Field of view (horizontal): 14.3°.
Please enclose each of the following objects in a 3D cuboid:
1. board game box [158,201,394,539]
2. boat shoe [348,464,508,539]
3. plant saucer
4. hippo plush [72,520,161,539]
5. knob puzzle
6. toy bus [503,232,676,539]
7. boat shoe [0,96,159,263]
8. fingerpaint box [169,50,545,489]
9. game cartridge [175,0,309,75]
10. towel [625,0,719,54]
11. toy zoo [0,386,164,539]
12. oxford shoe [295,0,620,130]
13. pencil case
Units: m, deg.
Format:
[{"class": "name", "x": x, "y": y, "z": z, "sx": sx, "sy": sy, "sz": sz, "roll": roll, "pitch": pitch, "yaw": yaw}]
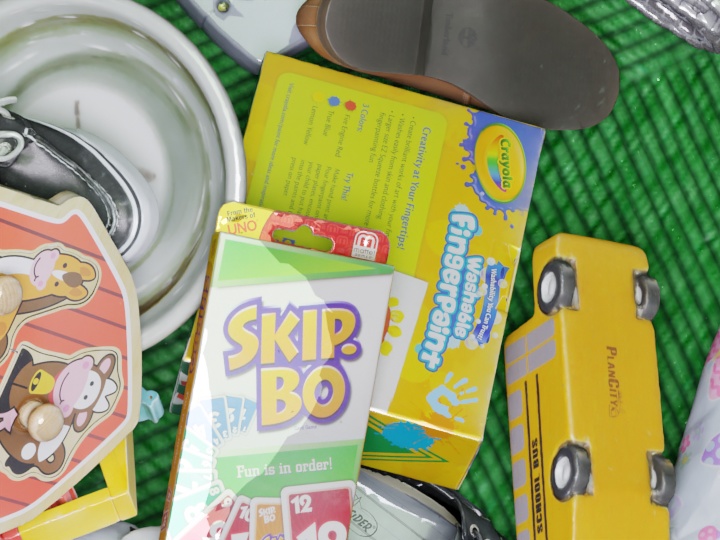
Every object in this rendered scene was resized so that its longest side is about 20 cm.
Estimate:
[{"class": "board game box", "x": -0.043, "y": 0.070, "z": 1.469, "sx": 0.095, "sy": 0.030, "sz": 0.201, "roll": 11, "pitch": 83, "yaw": -13}, {"class": "boat shoe", "x": 0.035, "y": 0.153, "z": 1.571, "sx": 0.199, "sy": 0.066, "sz": 0.075, "roll": 41, "pitch": 80, "yaw": 3}, {"class": "plant saucer", "x": -0.151, "y": -0.051, "z": 1.526, "sx": 0.199, "sy": 0.050, "sz": 0.201, "roll": 1, "pitch": 95, "yaw": 14}, {"class": "hippo plush", "x": -0.120, "y": 0.219, "z": 1.525, "sx": 0.199, "sy": 0.159, "sz": 0.161, "roll": -10, "pitch": 55, "yaw": 33}, {"class": "knob puzzle", "x": -0.175, "y": 0.056, "z": 1.429, "sx": 0.030, "sy": 0.220, "sz": 0.220, "roll": 25, "pitch": 73, "yaw": 41}, {"class": "toy bus", "x": 0.124, "y": 0.085, "z": 1.572, "sx": 0.065, "sy": 0.078, "sz": 0.201, "roll": 8, "pitch": 65, "yaw": -25}, {"class": "boat shoe", "x": -0.199, "y": -0.060, "z": 1.477, "sx": 0.199, "sy": 0.068, "sz": 0.074, "roll": 32, "pitch": 102, "yaw": 10}, {"class": "fingerpaint box", "x": 0.000, "y": 0.000, "z": 1.569, "sx": 0.166, "sy": 0.073, "sz": 0.201, "roll": 15, "pitch": 61, "yaw": -4}, {"class": "game cartridge", "x": -0.070, "y": -0.219, "z": 1.646, "sx": 0.133, "sy": 0.041, "sz": 0.201, "roll": -29, "pitch": 84, "yaw": -14}, {"class": "towel", "x": 0.174, "y": -0.246, "z": 1.655, "sx": 0.200, "sy": 0.086, "sz": 0.166, "roll": 37, "pitch": 79, "yaw": 0}, {"class": "toy zoo", "x": -0.200, "y": 0.105, "z": 1.530, "sx": 0.199, "sy": 0.021, "sz": 0.131, "roll": -20, "pitch": 44, "yaw": -4}, {"class": "oxford shoe", "x": 0.056, "y": -0.128, "z": 1.622, "sx": 0.199, "sy": 0.071, "sz": 0.072, "roll": 15, "pitch": 89, "yaw": -26}, {"class": "pencil case", "x": 0.219, "y": 0.103, "z": 1.588, "sx": 0.083, "sy": 0.091, "sz": 0.201, "roll": 27, "pitch": 74, "yaw": -27}]
